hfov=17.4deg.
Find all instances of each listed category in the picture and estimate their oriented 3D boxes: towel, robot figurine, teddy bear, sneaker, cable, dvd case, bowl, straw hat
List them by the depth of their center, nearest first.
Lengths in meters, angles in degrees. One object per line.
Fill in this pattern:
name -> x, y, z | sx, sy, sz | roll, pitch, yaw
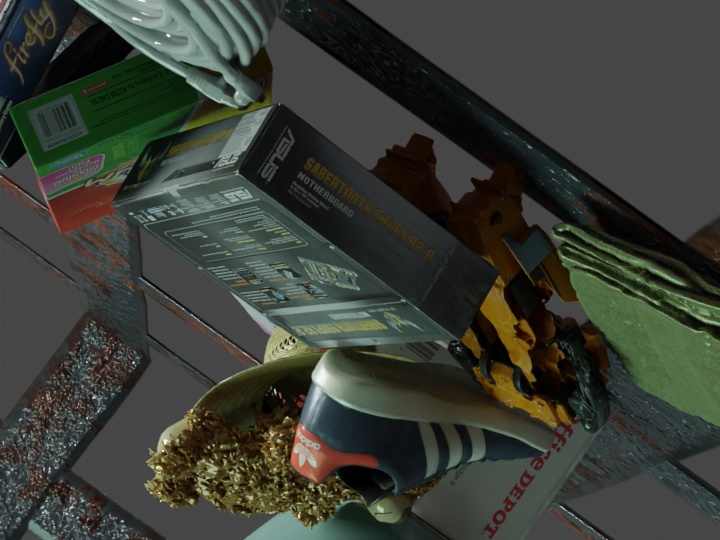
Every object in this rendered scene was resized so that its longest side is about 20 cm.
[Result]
cable -> -0.125, -0.183, 1.228 | 0.200, 0.069, 0.200 | 34, 169, 17
towel -> 0.189, 0.042, 1.298 | 0.148, 0.037, 0.200 | 29, 167, 32
robot figurine -> 0.082, 0.014, 1.370 | 0.145, 0.058, 0.200 | 23, 153, 44
sneaker -> 0.034, 0.105, 1.436 | 0.200, 0.085, 0.075 | 15, -165, -42
teddy bear -> -0.041, 0.131, 1.511 | 0.199, 0.067, 0.145 | 8, 147, -19
straw hat -> -0.026, 0.071, 1.562 | 0.200, 0.085, 0.201 | -4, 146, -2
dvd case -> -0.206, -0.119, 1.573 | 0.018, 0.143, 0.200 | 48, 167, -13
bowl -> 0.011, 0.221, 1.673 | 0.200, 0.105, 0.201 | 35, 176, 3

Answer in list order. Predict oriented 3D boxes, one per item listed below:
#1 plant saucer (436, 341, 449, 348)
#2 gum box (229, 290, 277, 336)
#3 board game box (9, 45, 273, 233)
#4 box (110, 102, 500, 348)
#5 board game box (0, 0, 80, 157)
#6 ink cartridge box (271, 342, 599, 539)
plant saucer -> 0.031, -0.012, 1.532 | 0.200, 0.050, 0.200 | 35, 169, 8
gum box -> -0.050, 0.010, 1.851 | 0.113, 0.066, 0.200 | 31, 169, 30
board game box -> -0.130, -0.088, 1.446 | 0.200, 0.153, 0.040 | 104, 143, -80
box -> -0.035, -0.020, 1.318 | 0.158, 0.048, 0.200 | 36, 163, -19
board game box -> -0.233, -0.129, 1.497 | 0.035, 0.136, 0.200 | 27, -175, -17
ink cartridge box -> 0.054, 0.096, 1.670 | 0.200, 0.145, 0.084 | 37, 174, -3
